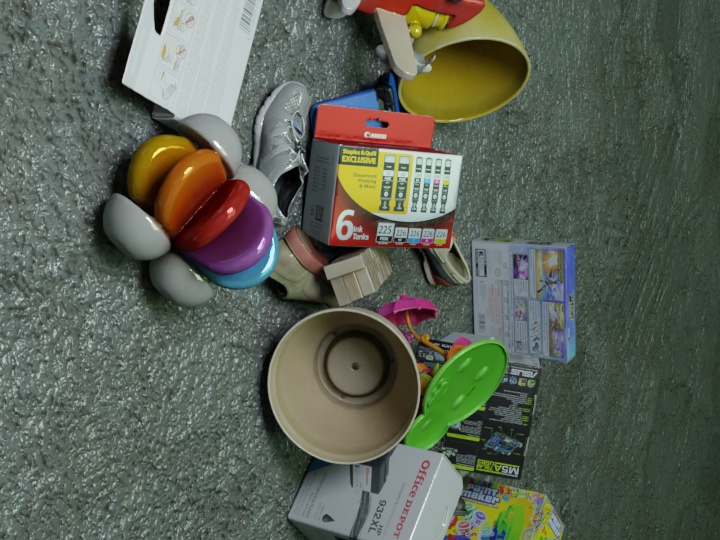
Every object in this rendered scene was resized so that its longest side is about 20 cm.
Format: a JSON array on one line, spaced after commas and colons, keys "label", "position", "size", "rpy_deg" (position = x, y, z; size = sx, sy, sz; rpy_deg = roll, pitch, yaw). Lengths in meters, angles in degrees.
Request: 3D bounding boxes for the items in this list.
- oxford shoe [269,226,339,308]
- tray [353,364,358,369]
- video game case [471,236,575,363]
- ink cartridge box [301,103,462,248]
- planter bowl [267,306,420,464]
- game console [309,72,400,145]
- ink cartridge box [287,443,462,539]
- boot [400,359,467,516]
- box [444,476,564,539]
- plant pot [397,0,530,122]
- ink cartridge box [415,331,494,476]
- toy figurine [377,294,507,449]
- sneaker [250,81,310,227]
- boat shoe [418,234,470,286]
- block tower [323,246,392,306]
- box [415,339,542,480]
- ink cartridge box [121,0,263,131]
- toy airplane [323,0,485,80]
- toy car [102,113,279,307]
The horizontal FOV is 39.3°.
[{"label": "oxford shoe", "position": [-0.076, 0.009, 1.335], "size": [0.074, 0.071, 0.200], "rpy_deg": [-33, 148, 3]}, {"label": "tray", "position": [0.027, 0.164, 1.534], "size": [0.108, 0.022, 0.201], "rpy_deg": [-59, 139, -31]}, {"label": "video game case", "position": [0.284, 0.048, 1.758], "size": [0.045, 0.179, 0.203], "rpy_deg": [-22, 113, -52]}, {"label": "ink cartridge box", "position": [0.032, -0.125, 1.362], "size": [0.198, 0.084, 0.178], "rpy_deg": [0, 103, -31]}, {"label": "planter bowl", "position": [-0.014, 0.139, 1.344], "size": [0.135, 0.197, 0.204], "rpy_deg": [-50, 140, -79]}, {"label": "game console", "position": [0.004, -0.166, 1.452], "size": [0.171, 0.116, 0.203], "rpy_deg": [-83, 166, -68]}, {"label": "ink cartridge box", "position": [0.021, 0.314, 1.388], "size": [0.084, 0.198, 0.146], "rpy_deg": [55, 51, -44]}, {"label": "boot", "position": [0.112, 0.244, 1.487], "size": [0.069, 0.199, 0.176], "rpy_deg": [19, 103, -53]}, {"label": "box", "position": [0.210, 0.469, 1.697], "size": [0.122, 0.198, 0.194], "rpy_deg": [56, 50, -42]}, {"label": "plant pot", "position": [0.142, -0.338, 1.507], "size": [0.199, 0.198, 0.144], "rpy_deg": [30, 44, -53]}, {"label": "ink cartridge box", "position": [0.162, 0.222, 1.689], "size": [0.146, 0.082, 0.203], "rpy_deg": [-22, 112, -53]}, {"label": "toy figurine", "position": [0.082, 0.127, 1.449], "size": [0.201, 0.184, 0.150], "rpy_deg": [-52, 142, 9]}, {"label": "sneaker", "position": [-0.091, -0.138, 1.256], "size": [0.075, 0.081, 0.203], "rpy_deg": [30, 70, -53]}, {"label": "boat shoe", "position": [0.124, -0.048, 1.594], "size": [0.072, 0.062, 0.201], "rpy_deg": [-65, 147, -35]}, {"label": "block tower", "position": [0.000, 0.000, 1.363], "size": [0.200, 0.053, 0.059], "rpy_deg": [-36, 106, -78]}, {"label": "box", "position": [0.172, 0.218, 1.581], "size": [0.048, 0.197, 0.196], "rpy_deg": [-70, 168, -72]}, {"label": "ink cartridge box", "position": [-0.192, -0.262, 1.122], "size": [0.173, 0.043, 0.203], "rpy_deg": [27, 73, -54]}, {"label": "toy airplane", "position": [0.045, -0.353, 1.369], "size": [0.200, 0.198, 0.142], "rpy_deg": [-48, 161, -29]}, {"label": "toy car", "position": [-0.159, -0.054, 1.084], "size": [0.176, 0.149, 0.201], "rpy_deg": [-52, 137, -17]}]
